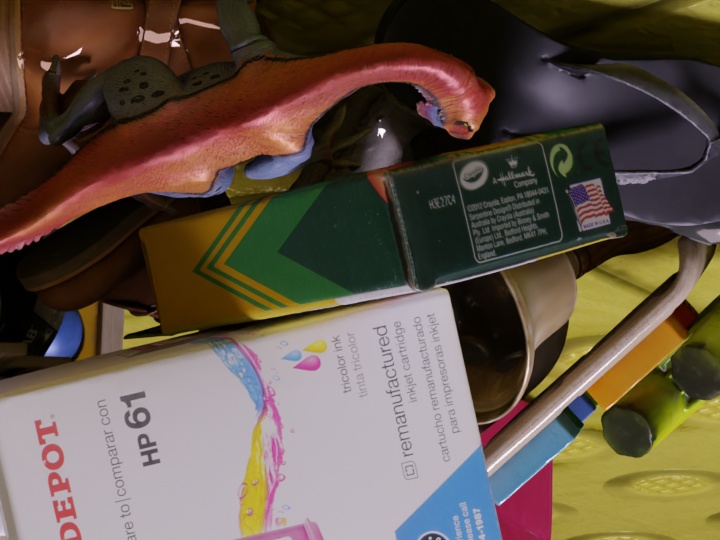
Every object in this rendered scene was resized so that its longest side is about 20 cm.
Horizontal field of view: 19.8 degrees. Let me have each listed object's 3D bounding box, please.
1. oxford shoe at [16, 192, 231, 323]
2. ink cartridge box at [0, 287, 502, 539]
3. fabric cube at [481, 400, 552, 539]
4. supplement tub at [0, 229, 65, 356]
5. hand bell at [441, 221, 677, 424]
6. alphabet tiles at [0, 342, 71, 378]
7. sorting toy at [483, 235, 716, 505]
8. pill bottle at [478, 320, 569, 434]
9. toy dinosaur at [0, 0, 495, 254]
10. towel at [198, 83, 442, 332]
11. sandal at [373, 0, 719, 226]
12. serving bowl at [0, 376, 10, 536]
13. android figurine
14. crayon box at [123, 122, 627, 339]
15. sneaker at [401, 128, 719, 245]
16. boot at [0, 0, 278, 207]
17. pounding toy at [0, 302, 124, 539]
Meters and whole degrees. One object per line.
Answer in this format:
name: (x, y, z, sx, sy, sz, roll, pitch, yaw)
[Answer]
oxford shoe: (-0.097, -0.005, 0.971, 0.071, 0.071, 0.200, -20, -175, 19)
ink cartridge box: (-0.051, 0.097, 0.879, 0.200, 0.145, 0.085, -13, -176, -11)
fabric cube: (0.005, 0.173, 1.425, 0.196, 0.200, 0.199, -10, 156, 27)
supplement tub: (-0.250, -0.012, 1.027, 0.122, 0.123, 0.200, -12, 156, 31)
hand bell: (0.108, -0.008, 1.035, 0.200, 0.104, 0.104, -25, 180, -40)
alphabet tiles: (-0.245, 0.050, 0.963, 0.200, 0.008, 0.167, 3, 167, -28)
sorting toy: (0.120, 0.060, 1.082, 0.200, 0.036, 0.185, -48, 174, 12)
pill bottle: (0.038, 0.049, 1.205, 0.113, 0.113, 0.200, 5, 159, -13)
toy dinosaur: (-0.044, -0.048, 0.799, 0.181, 0.200, 0.105, 2, 137, 51)
towel: (0.000, 0.000, 1.032, 0.132, 0.034, 0.200, 20, 112, -43)
sandal: (0.100, -0.066, 0.903, 0.200, 0.076, 0.043, 15, -166, -16)
serving bowl: (-0.192, 0.089, 0.995, 0.200, 0.066, 0.200, -4, 169, -1)
android figurine: (0.206, 0.028, 1.102, 0.200, 0.041, 0.182, -34, 170, -48)
crayon box: (-0.004, -0.014, 0.879, 0.127, 0.051, 0.200, -15, -178, -41)
sneaker: (0.118, -0.060, 0.972, 0.200, 0.075, 0.079, 2, 115, -14)
boot: (-0.108, -0.077, 0.942, 0.155, 0.077, 0.200, -5, 152, 3)
pounding toy: (-0.239, 0.076, 1.179, 0.200, 0.184, 0.142, 13, 156, -32)
